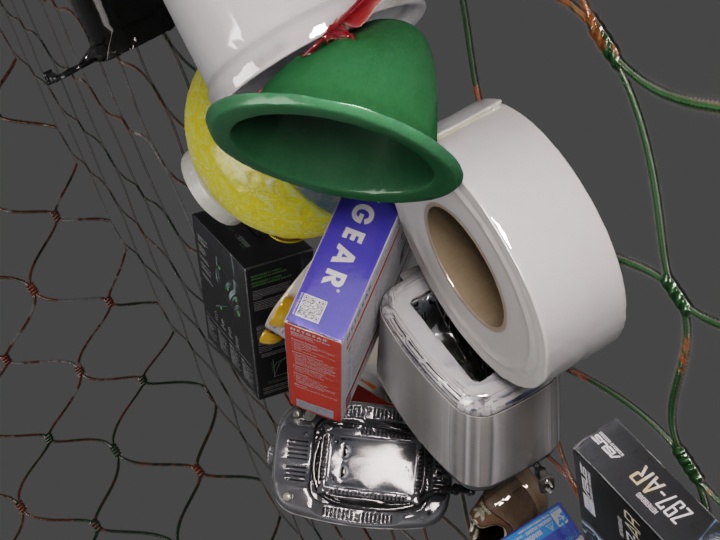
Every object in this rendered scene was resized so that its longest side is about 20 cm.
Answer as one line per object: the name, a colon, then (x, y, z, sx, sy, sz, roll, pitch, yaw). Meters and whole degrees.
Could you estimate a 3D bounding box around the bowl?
bowl: (-0.094, -0.101, 1.282, 0.200, 0.108, 0.200, 45, -155, -27)

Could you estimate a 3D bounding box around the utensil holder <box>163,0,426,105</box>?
utensil holder: (-0.071, -0.235, 1.031, 0.200, 0.170, 0.170, 63, 166, 2)

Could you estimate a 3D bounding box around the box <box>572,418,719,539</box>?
box: (0.234, 0.232, 1.110, 0.160, 0.043, 0.200, 48, 161, 41)

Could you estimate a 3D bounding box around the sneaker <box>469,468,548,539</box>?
sneaker: (0.137, 0.258, 1.427, 0.070, 0.075, 0.200, 51, 162, 33)

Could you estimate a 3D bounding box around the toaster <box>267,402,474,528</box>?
toaster: (0.013, 0.191, 1.391, 0.129, 0.199, 0.114, 78, -163, -78)

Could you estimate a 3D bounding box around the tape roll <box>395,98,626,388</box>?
tape roll: (0.101, -0.019, 1.037, 0.203, 0.071, 0.203, 56, 165, 22)

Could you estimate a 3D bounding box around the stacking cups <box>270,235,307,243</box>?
stacking cups: (-0.080, -0.115, 1.521, 0.061, 0.060, 0.200, 51, 158, 33)

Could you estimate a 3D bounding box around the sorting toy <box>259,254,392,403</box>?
sorting toy: (0.003, 0.076, 1.420, 0.180, 0.107, 0.200, 41, 164, 2)

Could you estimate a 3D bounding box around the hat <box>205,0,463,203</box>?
hat: (0.010, -0.155, 0.947, 0.200, 0.177, 0.166, 2, 162, 39)

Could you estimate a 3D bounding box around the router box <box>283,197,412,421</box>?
router box: (0.000, 0.000, 1.186, 0.049, 0.200, 0.180, 20, 156, 8)

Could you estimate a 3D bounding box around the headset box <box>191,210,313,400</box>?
headset box: (-0.128, 0.025, 1.791, 0.174, 0.093, 0.201, 41, 142, 53)

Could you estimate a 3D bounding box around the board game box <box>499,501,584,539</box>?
board game box: (0.152, 0.344, 1.294, 0.200, 0.200, 0.041, 55, 164, 18)

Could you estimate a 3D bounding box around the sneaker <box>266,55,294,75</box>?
sneaker: (-0.081, -0.203, 1.195, 0.077, 0.078, 0.200, -57, 25, 28)

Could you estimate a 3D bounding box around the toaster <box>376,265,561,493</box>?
toaster: (0.091, 0.084, 1.183, 0.200, 0.113, 0.129, 53, 162, 35)

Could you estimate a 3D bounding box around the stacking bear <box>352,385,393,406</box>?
stacking bear: (0.000, 0.179, 1.702, 0.114, 0.121, 0.200, 56, 172, 12)

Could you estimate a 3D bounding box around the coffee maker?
coffee maker: (-0.274, -0.329, 1.497, 0.134, 0.192, 0.200, -4, 120, 44)
